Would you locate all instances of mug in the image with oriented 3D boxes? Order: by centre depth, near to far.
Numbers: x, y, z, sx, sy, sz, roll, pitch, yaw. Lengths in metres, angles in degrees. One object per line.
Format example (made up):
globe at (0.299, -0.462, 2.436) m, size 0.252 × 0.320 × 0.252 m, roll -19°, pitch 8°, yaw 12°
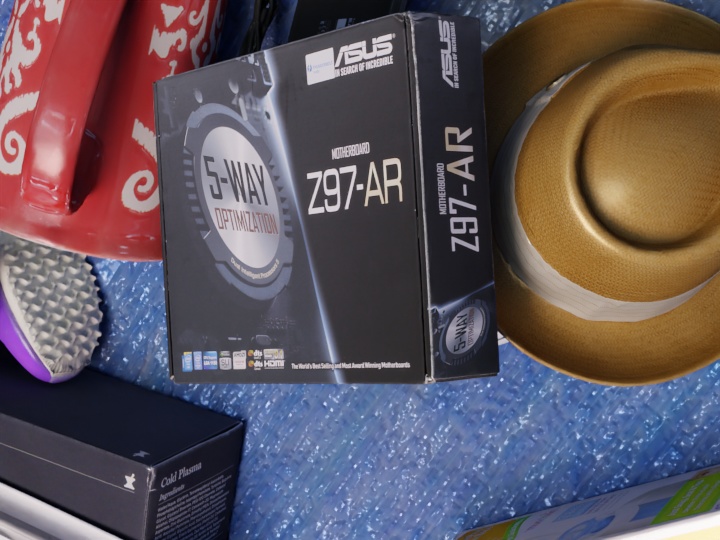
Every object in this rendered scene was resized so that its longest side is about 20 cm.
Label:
mug at (-0.131, -0.114, 0.805) m, size 0.177 × 0.133 × 0.200 m, roll 36°, pitch 113°, yaw 57°

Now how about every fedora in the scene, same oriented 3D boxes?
fedora at (0.133, -0.047, 0.665) m, size 0.200 × 0.082 × 0.201 m, roll 3°, pitch 77°, yaw -13°

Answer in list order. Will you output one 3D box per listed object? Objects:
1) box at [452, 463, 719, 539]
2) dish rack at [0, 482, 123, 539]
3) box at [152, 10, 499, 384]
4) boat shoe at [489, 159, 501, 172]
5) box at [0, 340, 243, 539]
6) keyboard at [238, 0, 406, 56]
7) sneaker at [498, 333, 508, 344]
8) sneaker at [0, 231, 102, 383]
box at (0.131, 0.175, 0.744) m, size 0.200 × 0.112 × 0.102 m, roll -20°, pitch 89°, yaw 29°
dish rack at (-0.199, 0.233, 0.839) m, size 0.171 × 0.044 × 0.200 m, roll 20°, pitch 107°, yaw 23°
box at (-0.023, -0.026, 0.694) m, size 0.200 × 0.043 × 0.161 m, roll -4°, pitch 89°, yaw 49°
boat shoe at (0.069, -0.040, 0.740) m, size 0.202 × 0.075 × 0.086 m, roll 32°, pitch 145°, yaw 17°
box at (-0.191, 0.162, 0.904) m, size 0.200 × 0.104 × 0.182 m, roll 16°, pitch 107°, yaw 23°
keyboard at (-0.026, -0.115, 0.784) m, size 0.127 × 0.021 × 0.200 m, roll 6°, pitch 78°, yaw 44°
sneaker at (0.000, 0.000, 0.801) m, size 0.200 × 0.071 × 0.073 m, roll 15°, pitch 105°, yaw 23°
sneaker at (-0.242, -0.006, 0.927) m, size 0.099 × 0.070 × 0.200 m, roll -38°, pitch 77°, yaw 33°
